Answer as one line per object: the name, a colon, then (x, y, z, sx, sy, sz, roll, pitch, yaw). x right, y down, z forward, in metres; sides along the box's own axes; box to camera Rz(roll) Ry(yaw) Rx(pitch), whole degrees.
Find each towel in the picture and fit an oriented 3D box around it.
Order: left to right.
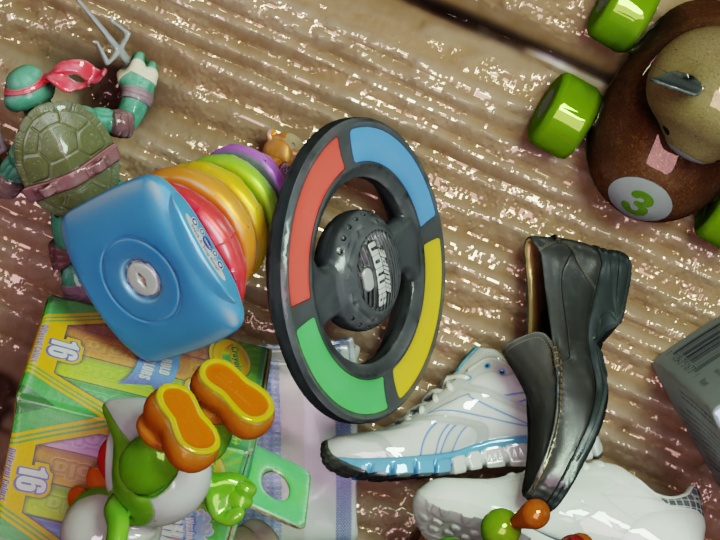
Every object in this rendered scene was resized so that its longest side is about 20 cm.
towel: (-0.098, 0.120, 1.765, 0.199, 0.024, 0.148, -2, 101, -2)

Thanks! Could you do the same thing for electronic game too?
electronic game: (0.000, 0.000, 1.679, 0.041, 0.200, 0.201, 0, 101, 33)

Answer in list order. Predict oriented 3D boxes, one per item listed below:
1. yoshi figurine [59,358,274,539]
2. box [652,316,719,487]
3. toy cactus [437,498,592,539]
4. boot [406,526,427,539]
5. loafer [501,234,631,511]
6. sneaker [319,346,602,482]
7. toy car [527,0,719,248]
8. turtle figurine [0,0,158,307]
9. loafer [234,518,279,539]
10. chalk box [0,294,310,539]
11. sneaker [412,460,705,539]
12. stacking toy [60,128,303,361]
yoshi figurine: (-0.121, 0.156, 1.563, 0.112, 0.112, 0.200, 21, 129, -19)
box: (0.302, 0.133, 1.714, 0.105, 0.184, 0.201, -30, 100, 0)
toy cactus: (0.107, 0.226, 1.676, 0.199, 0.103, 0.165, -25, 134, 38)
boot: (0.106, 0.217, 1.777, 0.155, 0.077, 0.200, 44, 101, -5)
loafer: (0.125, 0.066, 1.709, 0.072, 0.073, 0.201, 20, 55, -11)
sneaker: (0.065, 0.097, 1.750, 0.199, 0.075, 0.087, -6, 88, -19)
toy car: (0.220, -0.097, 1.662, 0.164, 0.200, 0.158, 28, 96, -8)
turtle figurine: (-0.194, -0.072, 1.692, 0.149, 0.101, 0.201, -20, 109, 8)
loafer: (-0.090, 0.269, 1.753, 0.068, 0.076, 0.201, -5, 101, -23)
chalk box: (-0.128, 0.118, 1.674, 0.199, 0.125, 0.124, 13, 121, -5)
sneaker: (0.133, 0.165, 1.727, 0.199, 0.076, 0.081, 14, 63, -5)
stacking toy: (-0.087, -0.038, 1.669, 0.109, 0.200, 0.116, -21, 104, 40)
